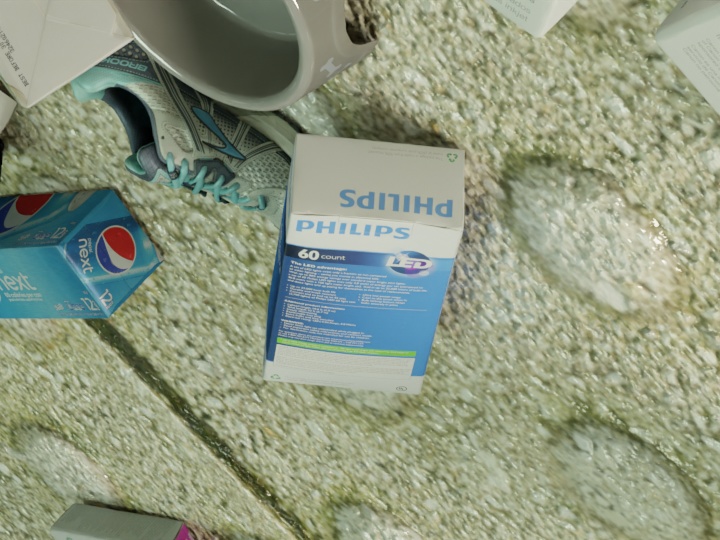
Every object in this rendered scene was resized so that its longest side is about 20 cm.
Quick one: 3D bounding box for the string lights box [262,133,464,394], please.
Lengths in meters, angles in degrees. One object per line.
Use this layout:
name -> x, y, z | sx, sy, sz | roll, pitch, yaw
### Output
string lights box -> 0.000, 0.000, 1.748 | 0.102, 0.059, 0.200 | 6, 148, -4

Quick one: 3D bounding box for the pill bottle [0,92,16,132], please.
pill bottle -> -0.336, -0.149, 1.947 | 0.200, 0.113, 0.113 | 36, 151, 9

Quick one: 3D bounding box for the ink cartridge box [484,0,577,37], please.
ink cartridge box -> 0.083, -0.237, 1.268 | 0.145, 0.145, 0.200 | 37, 151, 10

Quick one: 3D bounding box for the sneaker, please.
sneaker -> -0.100, -0.073, 1.786 | 0.200, 0.086, 0.078 | 45, 152, -6

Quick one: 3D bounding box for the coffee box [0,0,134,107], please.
coffee box -> -0.210, -0.173, 1.705 | 0.113, 0.080, 0.200 | 59, 172, -17

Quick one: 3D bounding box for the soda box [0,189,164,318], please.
soda box -> -0.230, -0.010, 2.060 | 0.200, 0.064, 0.068 | -2, 129, 52

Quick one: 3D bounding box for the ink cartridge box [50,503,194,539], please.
ink cartridge box -> -0.139, 0.282, 2.380 | 0.200, 0.043, 0.197 | 5, 133, 46

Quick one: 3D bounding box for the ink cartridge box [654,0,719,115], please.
ink cartridge box -> 0.253, -0.102, 1.306 | 0.145, 0.083, 0.200 | 49, 151, -13

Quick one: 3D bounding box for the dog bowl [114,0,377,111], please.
dog bowl -> -0.082, -0.175, 1.652 | 0.200, 0.059, 0.200 | 30, 150, 20

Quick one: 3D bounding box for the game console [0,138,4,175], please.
game console -> -0.361, -0.063, 2.023 | 0.200, 0.176, 0.117 | 17, 129, -17
